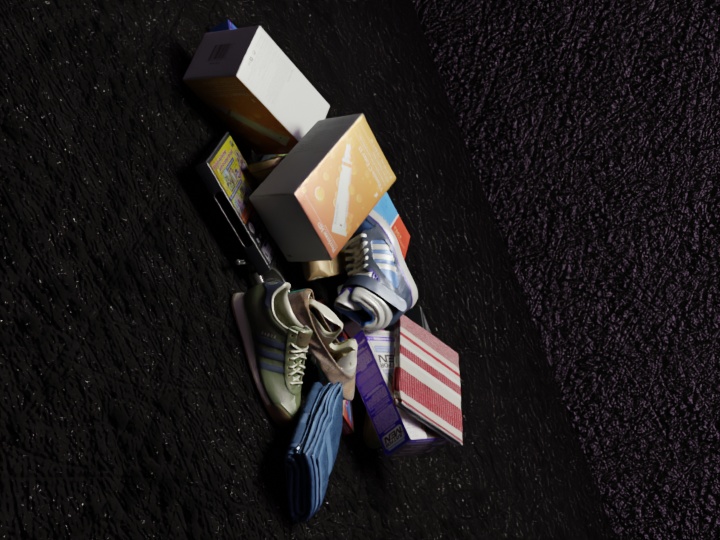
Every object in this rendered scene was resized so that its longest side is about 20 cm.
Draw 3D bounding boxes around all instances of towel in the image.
[{"bbox_3d":[0.108,0.174,1.590,0.144,0.023,0.201,35,33,-24],"label":"towel"},{"bbox_3d":[-0.059,0.240,1.332,0.200,0.048,0.113,-71,161,-66],"label":"towel"}]

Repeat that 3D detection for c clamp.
[{"bbox_3d":[-0.123,0.066,1.470,0.201,0.027,0.171,64,12,-3],"label":"c clamp"}]

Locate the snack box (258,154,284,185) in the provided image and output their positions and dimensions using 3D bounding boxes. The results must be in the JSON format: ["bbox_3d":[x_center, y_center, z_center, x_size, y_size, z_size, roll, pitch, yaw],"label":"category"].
[{"bbox_3d":[-0.102,-0.116,1.707,0.201,0.053,0.142,60,19,-19],"label":"snack box"}]

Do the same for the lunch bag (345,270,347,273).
[{"bbox_3d":[0.014,-0.039,1.901,0.150,0.093,0.202,-27,99,-73],"label":"lunch bag"}]

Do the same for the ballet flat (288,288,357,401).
[{"bbox_3d":[-0.045,0.109,1.459,0.201,0.067,0.068,55,19,-24],"label":"ballet flat"}]

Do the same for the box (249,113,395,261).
[{"bbox_3d":[-0.053,-0.125,1.493,0.200,0.097,0.125,-53,126,-34],"label":"box"}]

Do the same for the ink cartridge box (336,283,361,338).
[{"bbox_3d":[0.016,0.118,1.749,0.095,0.037,0.201,-98,164,-47],"label":"ink cartridge box"}]

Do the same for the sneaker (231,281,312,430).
[{"bbox_3d":[-0.104,0.109,1.352,0.202,0.089,0.067,69,17,9],"label":"sneaker"}]

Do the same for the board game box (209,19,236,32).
[{"bbox_3d":[-0.185,-0.324,1.748,0.200,0.045,0.153,39,32,-55],"label":"board game box"}]

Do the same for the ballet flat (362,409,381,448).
[{"bbox_3d":[0.031,0.212,1.655,0.068,0.063,0.201,29,36,-14],"label":"ballet flat"}]

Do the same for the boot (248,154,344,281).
[{"bbox_3d":[-0.094,-0.082,1.572,0.175,0.066,0.202,-13,92,-56],"label":"boot"}]

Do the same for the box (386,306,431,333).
[{"bbox_3d":[0.107,0.193,1.837,0.201,0.078,0.142,-94,163,-47],"label":"box"}]

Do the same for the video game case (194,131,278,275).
[{"bbox_3d":[-0.177,-0.105,1.483,0.182,0.025,0.200,61,11,-17],"label":"video game case"}]

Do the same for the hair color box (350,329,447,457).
[{"bbox_3d":[0.057,0.194,1.585,0.109,0.065,0.201,7,51,-47],"label":"hair color box"}]

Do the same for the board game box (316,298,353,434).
[{"bbox_3d":[-0.042,0.150,1.573,0.201,0.019,0.103,-95,161,-46],"label":"board game box"}]

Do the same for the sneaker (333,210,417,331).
[{"bbox_3d":[0.000,0.000,1.584,0.146,0.080,0.201,-28,89,-46],"label":"sneaker"}]

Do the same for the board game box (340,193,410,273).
[{"bbox_3d":[0.026,-0.046,1.773,0.154,0.040,0.201,59,32,-35],"label":"board game box"}]

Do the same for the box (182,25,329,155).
[{"bbox_3d":[-0.162,-0.281,1.571,0.200,0.124,0.098,43,60,-44],"label":"box"}]
